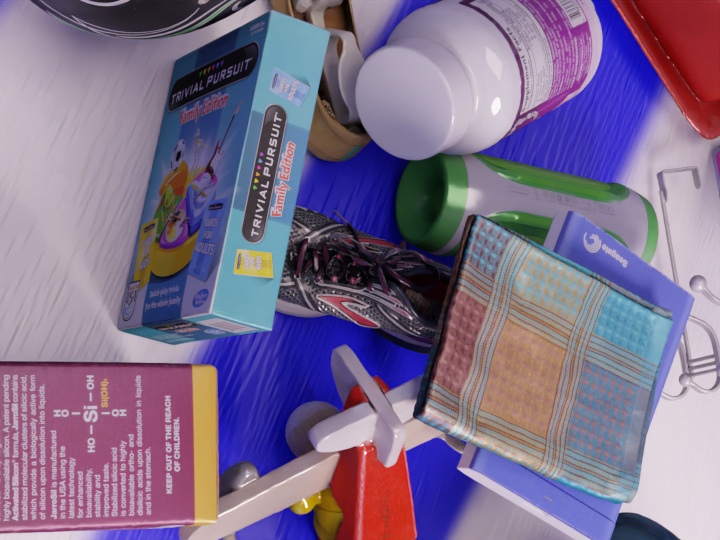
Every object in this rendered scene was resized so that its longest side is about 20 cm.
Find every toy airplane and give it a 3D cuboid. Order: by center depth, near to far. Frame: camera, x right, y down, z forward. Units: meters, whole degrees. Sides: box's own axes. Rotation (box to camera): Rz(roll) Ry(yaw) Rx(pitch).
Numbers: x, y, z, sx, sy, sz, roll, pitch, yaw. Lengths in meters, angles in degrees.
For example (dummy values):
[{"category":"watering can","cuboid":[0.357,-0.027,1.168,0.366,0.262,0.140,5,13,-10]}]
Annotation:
[{"category":"toy airplane","cuboid":[-0.009,0.128,1.113,0.200,0.141,0.199,26,101,-44]}]

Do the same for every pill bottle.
[{"category":"pill bottle","cuboid":[0.085,-0.149,1.188,0.200,0.112,0.112,-32,101,-47]}]

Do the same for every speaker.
[{"category":"speaker","cuboid":[0.129,-0.040,1.246,0.200,0.088,0.088,10,79,-30]}]

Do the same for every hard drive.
[{"category":"hard drive","cuboid":[0.156,0.077,1.147,0.132,0.025,0.200,33,69,-27]}]

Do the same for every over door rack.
[{"category":"over door rack","cuboid":[0.262,-0.004,1.280,0.067,0.148,0.200,6,80,-13]}]

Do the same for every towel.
[{"category":"towel","cuboid":[0.129,0.063,1.093,0.200,0.022,0.147,26,72,-34]}]

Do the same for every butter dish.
[{"category":"butter dish","cuboid":[0.327,-0.245,1.352,0.200,0.148,0.199,-43,106,-27]}]

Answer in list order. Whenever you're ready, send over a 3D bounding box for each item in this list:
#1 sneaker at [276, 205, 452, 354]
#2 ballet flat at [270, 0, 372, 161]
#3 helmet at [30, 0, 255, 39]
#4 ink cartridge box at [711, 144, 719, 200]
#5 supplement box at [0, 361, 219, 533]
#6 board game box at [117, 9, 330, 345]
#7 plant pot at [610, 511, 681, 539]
[{"category":"sneaker","cuboid":[0.000,0.000,1.161,0.200,0.075,0.081,17,77,-15]},{"category":"ballet flat","cuboid":[-0.023,-0.180,1.183,0.069,0.063,0.200,-15,92,-30]},{"category":"helmet","cuboid":[-0.143,-0.240,1.046,0.200,0.191,0.200,-10,90,-70]},{"category":"ink cartridge box","cuboid":[0.354,-0.015,1.351,0.119,0.042,0.200,32,39,-24]},{"category":"supplement box","cuboid":[-0.203,0.111,1.004,0.200,0.131,0.103,3,82,-31]},{"category":"board game box","cuboid":[-0.093,-0.056,1.076,0.047,0.151,0.200,17,76,-28]},{"category":"plant pot","cuboid":[0.150,0.303,1.169,0.196,0.200,0.200,-20,95,-23]}]
